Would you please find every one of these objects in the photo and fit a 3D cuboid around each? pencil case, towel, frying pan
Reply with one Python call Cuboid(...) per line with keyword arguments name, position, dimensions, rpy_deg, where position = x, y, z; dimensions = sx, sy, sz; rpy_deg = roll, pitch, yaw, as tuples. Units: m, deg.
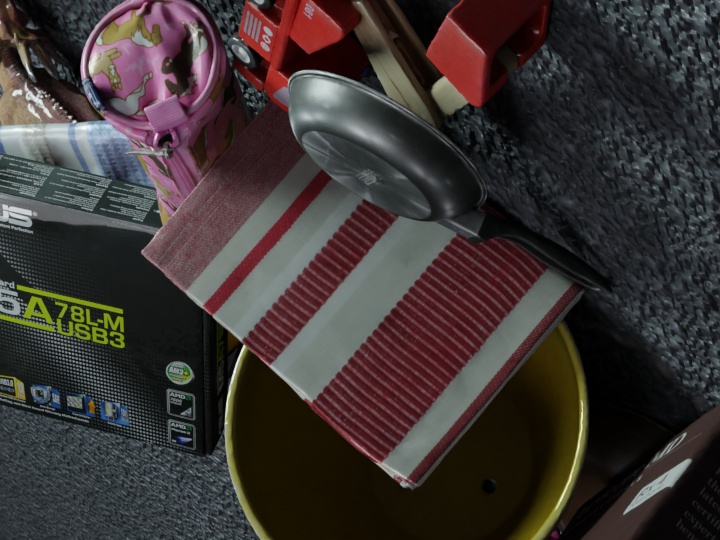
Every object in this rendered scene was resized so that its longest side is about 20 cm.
Cuboid(name="pencil case", position=(-0.098, -0.078, 1.077), dimensions=(0.082, 0.087, 0.200), rpy_deg=(33, 168, 16))
Cuboid(name="towel", position=(-0.165, -0.038, 1.255), dimensions=(0.198, 0.024, 0.148), rpy_deg=(1, 133, 19))
Cuboid(name="towel", position=(0.000, 0.000, 1.006), dimensions=(0.200, 0.144, 0.023), rpy_deg=(41, 176, 13))
Cuboid(name="frying pan", position=(0.033, -0.038, 0.956), dimensions=(0.190, 0.031, 0.114), rpy_deg=(42, 162, -34))

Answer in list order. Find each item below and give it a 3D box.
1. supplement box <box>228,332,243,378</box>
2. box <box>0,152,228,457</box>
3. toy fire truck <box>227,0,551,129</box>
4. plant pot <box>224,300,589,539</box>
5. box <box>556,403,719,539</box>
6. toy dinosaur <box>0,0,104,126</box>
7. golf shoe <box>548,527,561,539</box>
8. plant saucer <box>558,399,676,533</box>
Cuboid(name="supplement box", position=(-0.174, 0.009, 1.392), dimensions=(0.200, 0.086, 0.110), rpy_deg=(43, 157, 6))
Cuboid(name="box", position=(-0.185, 0.022, 1.265), dimensions=(0.198, 0.048, 0.194), rpy_deg=(14, 133, 11))
Cuboid(name="toy fire truck", position=(0.008, -0.114, 0.918), dimensions=(0.141, 0.049, 0.200), rpy_deg=(42, 158, 7))
Cuboid(name="plant pot", position=(0.038, 0.096, 1.064), dimensions=(0.199, 0.201, 0.142), rpy_deg=(37, 176, 20))
Cuboid(name="box", position=(0.158, 0.206, 0.939), dimensions=(0.164, 0.200, 0.166), rpy_deg=(45, 140, 2))
Cuboid(name="toy dinosaur", position=(-0.204, -0.102, 1.276), dimensions=(0.199, 0.086, 0.136), rpy_deg=(37, 149, 9))
Cuboid(name="golf shoe", position=(0.056, 0.171, 1.271), dimensions=(0.199, 0.073, 0.092), rpy_deg=(35, 156, 26))
Cuboid(name="plant saucer", position=(0.175, 0.160, 1.100), dimensions=(0.200, 0.032, 0.201), rpy_deg=(39, 157, 20))
